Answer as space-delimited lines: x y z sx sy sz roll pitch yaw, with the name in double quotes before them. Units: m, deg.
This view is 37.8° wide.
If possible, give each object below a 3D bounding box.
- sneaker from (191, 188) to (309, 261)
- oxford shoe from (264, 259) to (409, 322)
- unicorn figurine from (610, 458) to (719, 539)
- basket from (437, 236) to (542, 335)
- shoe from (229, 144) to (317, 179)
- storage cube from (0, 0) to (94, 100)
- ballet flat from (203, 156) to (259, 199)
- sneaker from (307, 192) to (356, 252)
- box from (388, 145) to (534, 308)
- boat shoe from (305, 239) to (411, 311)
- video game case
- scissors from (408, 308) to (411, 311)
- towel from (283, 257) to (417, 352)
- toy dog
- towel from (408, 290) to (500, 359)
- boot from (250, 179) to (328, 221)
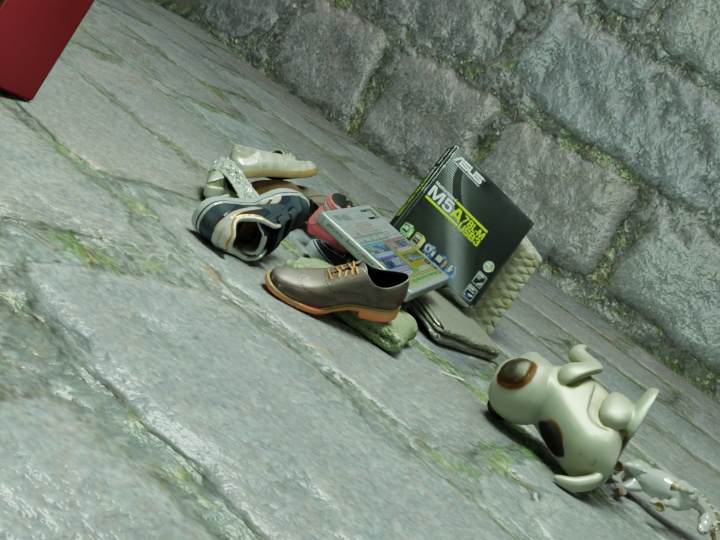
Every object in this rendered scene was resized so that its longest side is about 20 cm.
"sneaker" -0.131 -0.058 1.422 0.199 0.079 0.079 -12 45 -47
"oxford shoe" -0.028 0.012 1.371 0.198 0.073 0.072 8 39 -28
"unicorn figurine" 0.425 0.312 1.467 0.200 0.074 0.137 41 14 33
"basket" 0.193 -0.021 1.929 0.199 0.199 0.161 30 13 -17
"shoe" -0.142 -0.177 1.729 0.069 0.054 0.199 1 4 38
"storage cube" -0.499 -0.358 1.401 0.170 0.201 0.180 34 4 12
"ballet flat" -0.193 -0.112 1.556 0.071 0.072 0.200 23 15 -43
"sneaker" -0.009 -0.040 1.736 0.200 0.086 0.074 45 22 -25
"box" 0.169 -0.073 1.784 0.200 0.194 0.047 43 -13 -13
"boat shoe" 0.000 0.000 1.610 0.200 0.068 0.071 40 13 29
"video game case" 0.038 -0.030 1.606 0.182 0.022 0.200 42 18 12
"scissors" 0.043 0.033 1.737 0.199 0.014 0.073 27 14 -38
"towel" -0.011 0.042 1.478 0.199 0.037 0.148 35 12 8
"toy dog" 0.265 0.191 1.411 0.199 0.194 0.140 33 -27 17
"towel" 0.144 0.084 1.730 0.199 0.035 0.133 23 24 -51
"boot" -0.133 -0.123 1.805 0.198 0.071 0.146 18 7 -31
